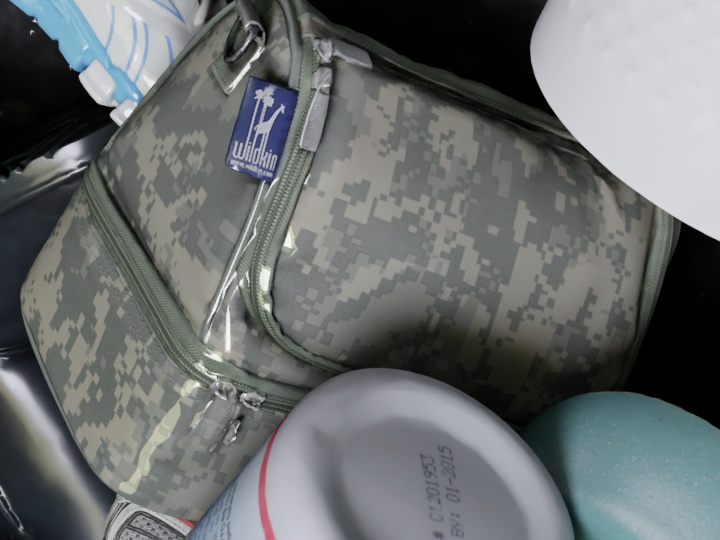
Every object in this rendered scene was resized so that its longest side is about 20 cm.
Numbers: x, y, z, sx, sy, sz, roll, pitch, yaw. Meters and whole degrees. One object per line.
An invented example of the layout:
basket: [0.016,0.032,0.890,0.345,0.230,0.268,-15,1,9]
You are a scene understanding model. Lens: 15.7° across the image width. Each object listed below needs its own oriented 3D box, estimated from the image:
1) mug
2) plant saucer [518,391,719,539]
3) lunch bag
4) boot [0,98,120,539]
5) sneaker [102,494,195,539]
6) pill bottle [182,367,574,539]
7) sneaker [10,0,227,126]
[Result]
mug: [0.141,-0.129,0.846,0.200,0.147,0.176,48,126,29]
plant saucer: [0.089,0.141,0.849,0.200,0.036,0.201,26,123,48]
lunch bag: [0.000,0.000,0.924,0.199,0.140,0.168,19,114,-35]
boot: [-0.119,0.033,1.053,0.199,0.076,0.169,-26,105,32]
sneaker: [-0.005,0.113,1.033,0.199,0.083,0.078,7,168,-17]
pill bottle: [-0.023,0.130,0.853,0.109,0.109,0.200,37,130,-2]
sneaker: [-0.080,-0.115,0.967,0.200,0.075,0.087,43,113,-8]
